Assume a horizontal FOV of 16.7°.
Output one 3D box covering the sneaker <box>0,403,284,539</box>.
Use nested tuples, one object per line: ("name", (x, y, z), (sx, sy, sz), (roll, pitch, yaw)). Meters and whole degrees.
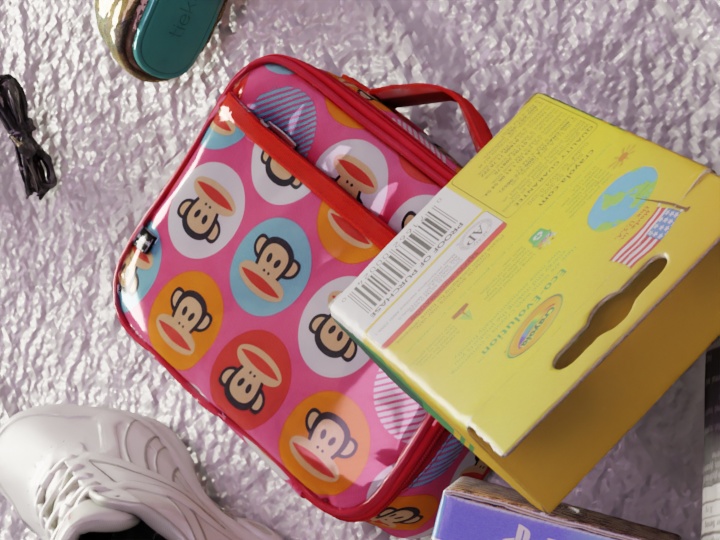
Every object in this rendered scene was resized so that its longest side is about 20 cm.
("sneaker", (-0.113, 0.113, 1.120), (0.199, 0.099, 0.078), (28, 96, 37))

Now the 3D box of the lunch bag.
("lunch bag", (0.000, 0.000, 1.081), (0.200, 0.082, 0.177), (39, 99, 33))

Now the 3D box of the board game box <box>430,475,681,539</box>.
("board game box", (0.056, 0.188, 0.928), (0.096, 0.159, 0.202), (14, 87, 5))

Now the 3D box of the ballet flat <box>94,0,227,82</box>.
("ballet flat", (-0.068, -0.187, 1.182), (0.071, 0.070, 0.201), (39, 103, 35))

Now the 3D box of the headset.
("headset", (-0.258, -0.043, 1.262), (0.199, 0.123, 0.095), (-25, 90, 10))

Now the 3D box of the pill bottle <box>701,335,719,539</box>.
("pill bottle", (0.183, 0.082, 0.902), (0.116, 0.116, 0.202), (-5, 77, 35))

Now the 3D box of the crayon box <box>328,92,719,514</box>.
("crayon box", (0.073, 0.010, 0.902), (0.127, 0.051, 0.200), (-45, 21, -2))
